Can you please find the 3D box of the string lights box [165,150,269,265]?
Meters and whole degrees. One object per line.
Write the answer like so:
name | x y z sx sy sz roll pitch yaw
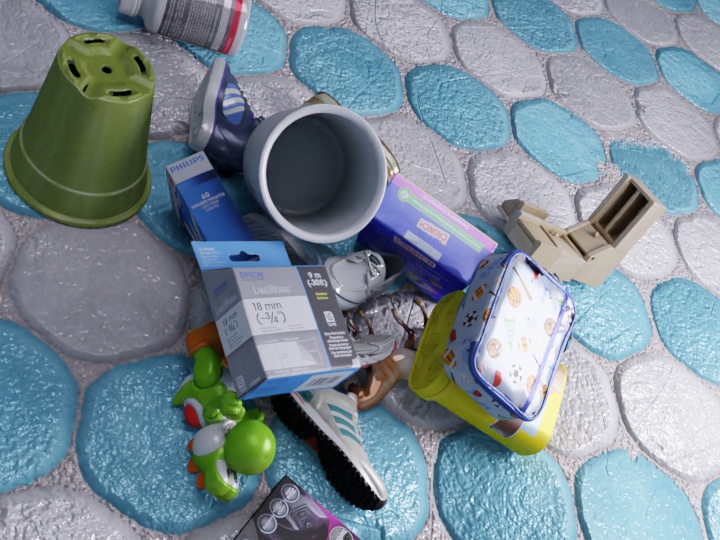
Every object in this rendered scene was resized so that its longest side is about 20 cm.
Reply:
string lights box | -0.185 -0.044 1.250 0.058 0.103 0.202 -25 67 -18

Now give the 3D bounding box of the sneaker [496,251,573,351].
sneaker | 0.254 0.050 1.467 0.072 0.083 0.201 -26 47 -12

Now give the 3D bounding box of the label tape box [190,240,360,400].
label tape box | -0.099 0.039 1.108 0.143 0.063 0.203 -1 63 -44

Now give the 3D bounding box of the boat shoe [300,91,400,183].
boat shoe | -0.026 -0.196 1.514 0.200 0.072 0.076 42 59 17

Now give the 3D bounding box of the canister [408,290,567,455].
canister | 0.176 0.142 1.284 0.199 0.086 0.150 33 61 -21

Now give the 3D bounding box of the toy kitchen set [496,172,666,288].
toy kitchen set | 0.339 -0.107 1.539 0.198 0.181 0.164 16 32 -41

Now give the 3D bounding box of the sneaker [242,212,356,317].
sneaker | -0.083 -0.015 1.322 0.199 0.074 0.082 40 29 -8

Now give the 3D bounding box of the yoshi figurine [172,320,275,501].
yoshi figurine | -0.146 0.163 1.107 0.111 0.112 0.203 10 52 -31

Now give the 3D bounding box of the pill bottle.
pill bottle | -0.280 -0.421 1.510 0.197 0.111 0.112 13 48 -21

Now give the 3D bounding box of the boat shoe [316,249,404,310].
boat shoe | 0.000 0.000 1.249 0.074 0.066 0.200 54 20 7

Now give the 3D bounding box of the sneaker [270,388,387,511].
sneaker | -0.020 0.197 1.174 0.093 0.071 0.200 -31 69 -37

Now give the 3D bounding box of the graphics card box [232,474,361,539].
graphics card box | -0.048 0.339 1.054 0.199 0.051 0.125 39 45 6

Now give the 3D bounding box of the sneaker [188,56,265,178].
sneaker | -0.178 -0.223 1.436 0.145 0.081 0.202 23 42 -23

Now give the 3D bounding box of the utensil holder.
utensil holder | -0.068 -0.136 1.273 0.167 0.173 0.200 18 5 -16

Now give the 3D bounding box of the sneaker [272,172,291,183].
sneaker | -0.057 -0.113 1.414 0.197 0.077 0.086 0 63 -27

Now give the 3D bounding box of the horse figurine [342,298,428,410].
horse figurine | 0.050 0.111 1.299 0.197 0.050 0.135 -5 67 -40

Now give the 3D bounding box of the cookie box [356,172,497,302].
cookie box | 0.087 -0.039 1.341 0.170 0.200 0.076 36 80 1

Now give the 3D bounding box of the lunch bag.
lunch bag | 0.198 0.082 1.215 0.160 0.075 0.202 40 63 -25

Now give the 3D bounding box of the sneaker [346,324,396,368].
sneaker | -0.050 0.077 1.202 0.196 0.084 0.078 9 2 -2

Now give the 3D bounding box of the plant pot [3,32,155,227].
plant pot | -0.346 -0.193 1.225 0.197 0.191 0.203 15 48 -18
